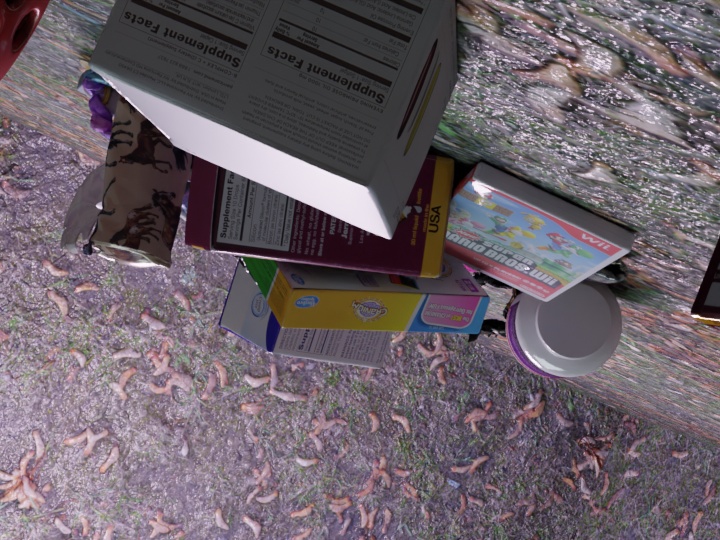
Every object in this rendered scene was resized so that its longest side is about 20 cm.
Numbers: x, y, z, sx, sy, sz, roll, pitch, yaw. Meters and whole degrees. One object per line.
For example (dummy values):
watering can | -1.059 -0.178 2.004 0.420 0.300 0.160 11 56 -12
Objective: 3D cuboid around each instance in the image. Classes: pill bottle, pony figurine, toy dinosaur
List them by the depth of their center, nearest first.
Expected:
pony figurine | -0.214 -0.109 1.459 0.199 0.195 0.166 24 150 -26
pill bottle | 0.217 0.058 1.539 0.112 0.113 0.200 24 177 3
toy dinosaur | 0.200 0.051 1.777 0.134 0.103 0.200 8 155 -5

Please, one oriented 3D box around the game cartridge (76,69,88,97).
game cartridge | -0.217 -0.176 1.605 0.199 0.042 0.133 25 172 -16

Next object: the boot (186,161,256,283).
boot | -0.146 -0.058 1.606 0.200 0.066 0.165 41 180 13

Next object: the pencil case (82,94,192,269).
pencil case | -0.196 -0.104 1.304 0.089 0.202 0.078 5 172 36

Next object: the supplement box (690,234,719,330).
supplement box | 0.298 0.029 0.782 0.198 0.086 0.110 25 176 -15

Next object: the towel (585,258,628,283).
towel | 0.142 -0.039 1.353 0.198 0.035 0.193 22 180 -3

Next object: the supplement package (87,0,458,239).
supplement package | -0.036 -0.108 0.791 0.154 0.112 0.200 24 177 6

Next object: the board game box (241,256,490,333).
board game box | 0.000 0.000 1.331 0.198 0.041 0.153 3 -152 -24

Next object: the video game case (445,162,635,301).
video game case | 0.133 -0.028 1.230 0.142 0.018 0.200 24 163 -6

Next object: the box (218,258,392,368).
box | -0.044 0.008 1.707 0.104 0.186 0.199 23 -173 41

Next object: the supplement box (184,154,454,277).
supplement box | -0.037 -0.057 1.211 0.198 0.104 0.131 7 -178 -16

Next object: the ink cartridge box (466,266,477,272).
ink cartridge box | 0.073 -0.026 1.637 0.094 0.038 0.200 1 171 26

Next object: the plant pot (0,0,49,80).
plant pot | -0.333 -0.189 1.024 0.199 0.184 0.200 22 178 1
